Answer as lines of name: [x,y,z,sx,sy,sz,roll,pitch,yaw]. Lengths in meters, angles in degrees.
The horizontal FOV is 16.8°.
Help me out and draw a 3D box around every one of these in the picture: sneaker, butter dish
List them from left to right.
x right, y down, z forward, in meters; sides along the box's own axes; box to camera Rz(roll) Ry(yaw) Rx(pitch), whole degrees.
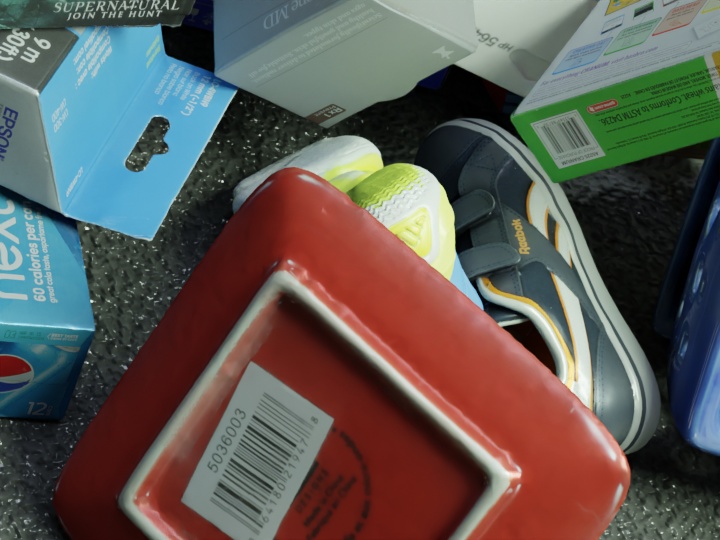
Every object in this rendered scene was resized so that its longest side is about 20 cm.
sneaker: [0.000,0.000,1.143,0.076,0.105,0.200,-27,16,-9]
butter dish: [0.009,0.082,1.024,0.199,0.200,0.148,41,21,17]
sneaker: [0.066,0.005,1.182,0.079,0.078,0.200,-5,51,-37]

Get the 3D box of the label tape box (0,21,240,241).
label tape box: [-0.157,-0.110,1.102,0.200,0.066,0.143,24,39,1]

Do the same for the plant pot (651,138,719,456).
plant pot: [0.257,-0.009,1.187,0.200,0.200,0.180,15,16,-9]

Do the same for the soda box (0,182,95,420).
soda box: [-0.172,-0.029,1.110,0.068,0.064,0.200,5,46,-22]

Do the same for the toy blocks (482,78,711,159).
toy blocks: [0.134,-0.141,1.365,0.137,0.100,0.200,5,54,-4]

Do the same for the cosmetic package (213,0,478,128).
cosmetic package: [-0.012,-0.183,1.188,0.090,0.107,0.200,25,51,-40]

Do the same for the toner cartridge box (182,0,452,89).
toner cartridge box: [-0.044,-0.167,1.329,0.200,0.043,0.095,13,45,-14]

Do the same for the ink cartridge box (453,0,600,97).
ink cartridge box: [0.085,-0.189,1.262,0.146,0.084,0.200,20,42,-39]

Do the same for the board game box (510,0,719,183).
board game box: [0.176,-0.128,1.122,0.040,0.153,0.200,55,48,-19]

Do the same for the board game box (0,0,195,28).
board game box: [-0.185,-0.156,1.066,0.200,0.028,0.135,-6,47,-34]
